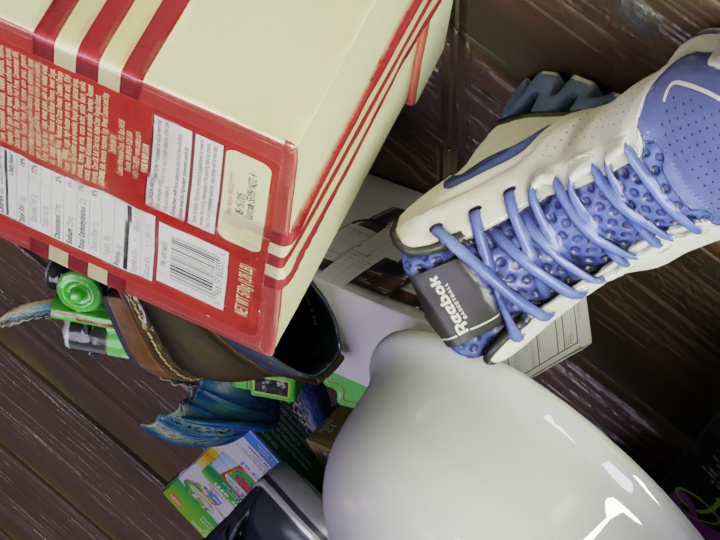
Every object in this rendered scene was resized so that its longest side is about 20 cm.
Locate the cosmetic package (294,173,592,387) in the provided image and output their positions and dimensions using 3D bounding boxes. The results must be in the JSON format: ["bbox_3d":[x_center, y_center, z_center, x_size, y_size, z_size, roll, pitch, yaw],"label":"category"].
[{"bbox_3d":[0.000,0.000,1.246,0.200,0.082,0.051,22,129,45],"label":"cosmetic package"}]

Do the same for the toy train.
[{"bbox_3d":[-0.050,0.030,1.333,0.200,0.042,0.056,11,127,9],"label":"toy train"}]

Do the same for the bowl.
[{"bbox_3d":[0.051,0.125,1.123,0.201,0.090,0.201,40,160,17],"label":"bowl"}]

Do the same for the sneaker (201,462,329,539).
[{"bbox_3d":[-0.043,0.150,1.424,0.078,0.079,0.200,47,169,5],"label":"sneaker"}]

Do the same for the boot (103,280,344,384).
[{"bbox_3d":[-0.076,-0.030,1.179,0.097,0.075,0.200,10,142,40],"label":"boot"}]

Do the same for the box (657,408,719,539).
[{"bbox_3d":[0.192,0.108,1.151,0.143,0.036,0.200,44,156,8],"label":"box"}]

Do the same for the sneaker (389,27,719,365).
[{"bbox_3d":[0.081,-0.016,1.042,0.081,0.115,0.199,52,157,-14],"label":"sneaker"}]

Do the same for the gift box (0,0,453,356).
[{"bbox_3d":[-0.047,-0.097,1.059,0.200,0.187,0.185,25,153,3],"label":"gift box"}]

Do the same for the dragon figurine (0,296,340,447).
[{"bbox_3d":[-0.071,0.053,1.396,0.059,0.200,0.100,-17,76,63],"label":"dragon figurine"}]

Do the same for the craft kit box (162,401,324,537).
[{"bbox_3d":[-0.009,0.162,1.588,0.200,0.049,0.198,47,155,0],"label":"craft kit box"}]

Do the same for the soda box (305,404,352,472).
[{"bbox_3d":[0.053,0.140,1.406,0.064,0.068,0.200,17,143,49],"label":"soda box"}]
